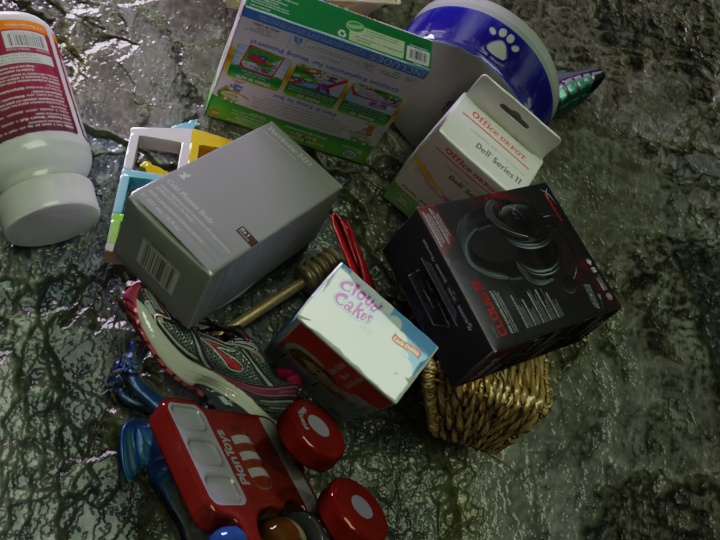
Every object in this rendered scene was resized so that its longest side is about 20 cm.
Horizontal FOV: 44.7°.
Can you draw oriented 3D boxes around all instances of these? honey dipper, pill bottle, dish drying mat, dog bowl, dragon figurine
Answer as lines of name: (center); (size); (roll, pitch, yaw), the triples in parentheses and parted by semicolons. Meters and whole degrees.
honey dipper: (-0.100, 0.038, 0.908); (0.198, 0.038, 0.038); (-33, 84, -28)
pill bottle: (-0.322, -0.134, 0.842); (0.108, 0.110, 0.203); (-14, 75, -26)
dish drying mat: (0.000, 0.000, 0.879); (0.018, 0.200, 0.078); (-21, 78, 0)
dog bowl: (0.123, -0.205, 1.003); (0.199, 0.200, 0.079); (38, 63, -4)
dragon figurine: (-0.194, 0.169, 0.802); (0.097, 0.059, 0.204); (7, 67, -20)

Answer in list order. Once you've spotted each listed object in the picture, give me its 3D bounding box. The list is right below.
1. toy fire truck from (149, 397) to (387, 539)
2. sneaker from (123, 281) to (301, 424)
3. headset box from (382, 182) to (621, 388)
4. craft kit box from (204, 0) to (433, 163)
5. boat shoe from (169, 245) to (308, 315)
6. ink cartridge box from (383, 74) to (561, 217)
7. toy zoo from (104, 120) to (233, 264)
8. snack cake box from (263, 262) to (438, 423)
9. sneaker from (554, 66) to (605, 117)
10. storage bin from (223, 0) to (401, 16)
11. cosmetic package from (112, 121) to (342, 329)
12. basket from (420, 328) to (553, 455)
toy fire truck: (-0.081, 0.198, 0.726); (0.167, 0.112, 0.201); (19, 31, -50)
sneaker: (-0.141, 0.076, 0.824); (0.075, 0.080, 0.200); (-49, 118, -6)
headset box: (0.126, 0.010, 0.822); (0.197, 0.077, 0.151); (-12, 65, -37)
craft kit box: (-0.050, -0.203, 0.933); (0.196, 0.198, 0.049); (16, 61, -16)
boat shoe: (-0.124, 0.001, 0.898); (0.199, 0.057, 0.068); (-34, 61, -29)
ink cartridge box: (0.118, -0.110, 0.962); (0.117, 0.200, 0.068); (39, 60, -3)
toy zoo: (-0.182, -0.084, 0.899); (0.128, 0.021, 0.203); (8, 50, -10)
snack cake box: (-0.018, 0.076, 0.829); (0.115, 0.200, 0.067); (42, 70, -2)
sneaker: (0.234, -0.243, 1.140); (0.198, 0.075, 0.088); (-29, 77, -28)
storage bin: (-0.063, -0.412, 1.034); (0.195, 0.093, 0.205); (-4, 92, -24)
cosmetic package: (-0.119, -0.048, 0.812); (0.106, 0.091, 0.200); (40, 46, 8)
basket: (0.099, 0.072, 0.910); (0.146, 0.143, 0.203); (18, 52, -19)
